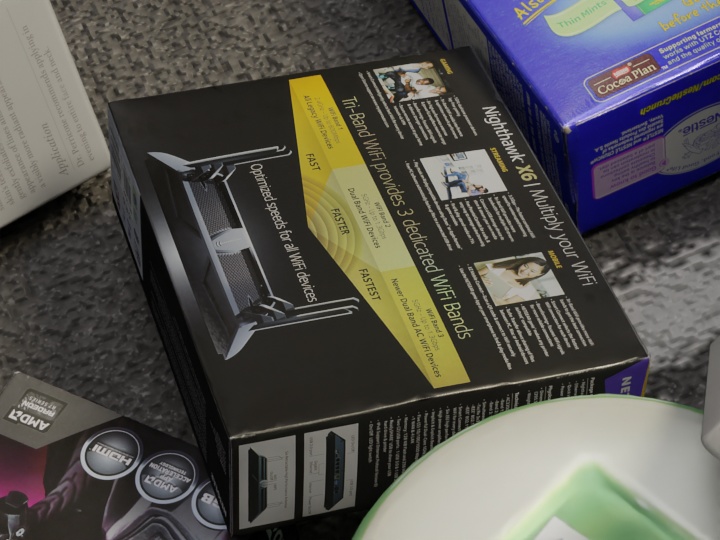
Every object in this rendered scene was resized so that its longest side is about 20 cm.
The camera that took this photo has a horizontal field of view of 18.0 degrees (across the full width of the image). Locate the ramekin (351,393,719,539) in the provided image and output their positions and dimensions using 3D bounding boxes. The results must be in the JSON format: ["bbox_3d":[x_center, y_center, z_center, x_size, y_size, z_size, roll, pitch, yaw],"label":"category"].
[{"bbox_3d":[0.081,0.138,0.750,0.199,0.098,0.201,-4,51,5],"label":"ramekin"}]

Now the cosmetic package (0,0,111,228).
[{"bbox_3d":[-0.212,-0.048,0.937,0.199,0.102,0.074,-29,36,-15],"label":"cosmetic package"}]

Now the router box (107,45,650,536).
[{"bbox_3d":[0.000,0.000,0.870,0.156,0.052,0.200,-10,42,-13],"label":"router box"}]

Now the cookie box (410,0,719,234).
[{"bbox_3d":[0.116,-0.135,0.976,0.170,0.075,0.200,-24,52,-10],"label":"cookie box"}]

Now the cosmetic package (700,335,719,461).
[{"bbox_3d":[0.214,0.067,0.710,0.200,0.108,0.085,40,22,-5],"label":"cosmetic package"}]

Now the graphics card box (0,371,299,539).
[{"bbox_3d":[-0.122,0.142,0.813,0.125,0.051,0.200,20,57,23],"label":"graphics card box"}]
